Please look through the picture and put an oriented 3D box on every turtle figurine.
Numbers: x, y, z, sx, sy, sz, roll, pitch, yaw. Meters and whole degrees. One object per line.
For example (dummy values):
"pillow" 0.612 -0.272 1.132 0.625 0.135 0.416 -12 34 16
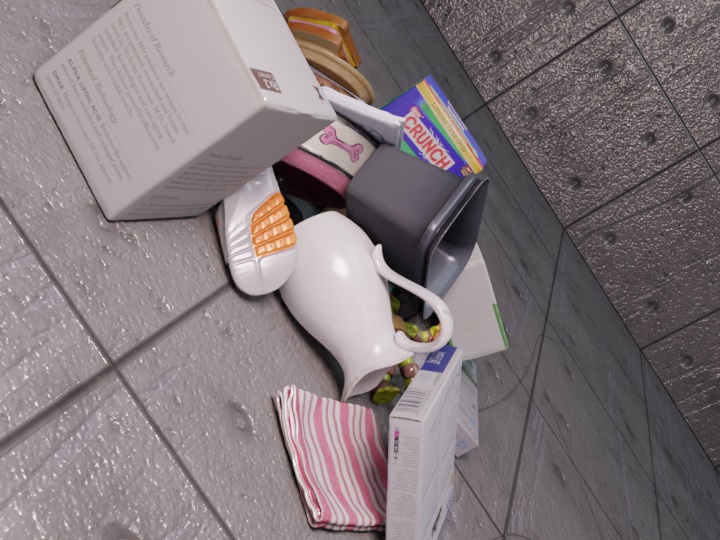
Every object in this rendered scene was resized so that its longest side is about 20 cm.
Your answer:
"turtle figurine" 0.033 0.089 1.159 0.200 0.064 0.162 23 48 -39

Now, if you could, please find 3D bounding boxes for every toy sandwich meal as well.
"toy sandwich meal" -0.058 -0.319 1.395 0.205 0.205 0.070 37 74 -45

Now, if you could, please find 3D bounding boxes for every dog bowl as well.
"dog bowl" -0.074 -0.142 1.110 0.200 0.200 0.074 33 76 -49

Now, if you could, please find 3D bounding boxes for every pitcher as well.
"pitcher" 0.001 0.026 1.035 0.200 0.171 0.121 62 26 8

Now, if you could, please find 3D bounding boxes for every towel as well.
"towel" -0.012 0.201 0.963 0.200 0.030 0.147 27 38 -55

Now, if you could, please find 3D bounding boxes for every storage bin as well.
"storage bin" 0.063 -0.061 1.091 0.134 0.146 0.200 32 -23 15

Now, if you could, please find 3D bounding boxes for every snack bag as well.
"snack bag" -0.043 -0.183 1.097 0.200 0.021 0.189 22 -9 4

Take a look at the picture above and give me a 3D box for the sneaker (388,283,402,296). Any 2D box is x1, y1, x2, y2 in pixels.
"sneaker" 0.000 0.000 1.241 0.086 0.078 0.200 35 20 24

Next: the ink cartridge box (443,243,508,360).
"ink cartridge box" 0.146 0.018 1.345 0.200 0.083 0.147 -94 165 -66

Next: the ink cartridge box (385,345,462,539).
"ink cartridge box" 0.069 0.208 0.996 0.196 0.043 0.201 -44 139 -67

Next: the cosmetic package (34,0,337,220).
"cosmetic package" -0.165 -0.168 0.887 0.165 0.200 0.165 61 20 6

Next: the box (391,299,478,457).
"box" 0.111 0.146 1.306 0.156 0.041 0.200 50 21 -19

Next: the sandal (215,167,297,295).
"sandal" -0.123 -0.070 1.014 0.079 0.059 0.207 -5 76 -23

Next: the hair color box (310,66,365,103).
"hair color box" -0.087 -0.251 1.309 0.200 0.061 0.102 30 31 -23

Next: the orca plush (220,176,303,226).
"orca plush" -0.122 -0.103 1.076 0.200 0.071 0.105 46 24 -30

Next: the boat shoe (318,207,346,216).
"boat shoe" 0.036 -0.074 1.275 0.072 0.200 0.065 -123 -160 -44

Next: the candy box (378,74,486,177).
"candy box" 0.071 -0.183 1.449 0.169 0.200 0.077 54 21 -11
